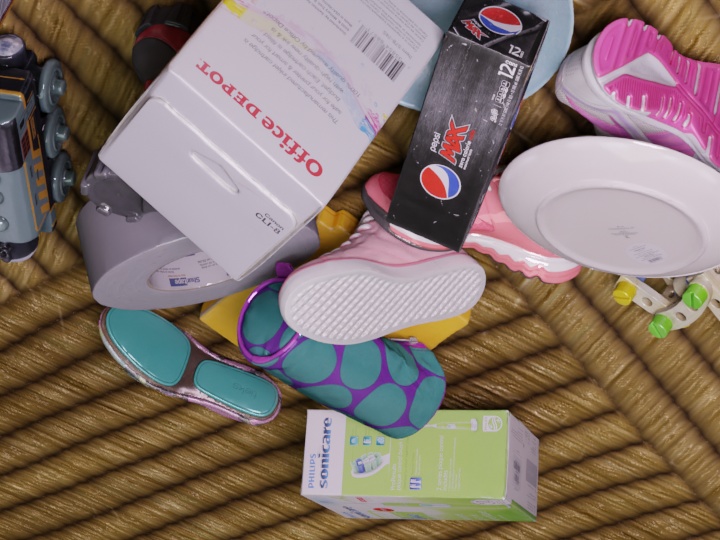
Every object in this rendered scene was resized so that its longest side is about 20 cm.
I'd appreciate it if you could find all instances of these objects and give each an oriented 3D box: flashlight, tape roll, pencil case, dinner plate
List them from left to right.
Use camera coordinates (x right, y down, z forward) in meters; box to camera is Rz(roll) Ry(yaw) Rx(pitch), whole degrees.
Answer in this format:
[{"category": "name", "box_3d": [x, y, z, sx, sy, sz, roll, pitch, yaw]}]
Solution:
[{"category": "flashlight", "box_3d": [-0.167, -0.125, 1.327, 0.067, 0.201, 0.068, -26, 122, 36]}, {"category": "tape roll", "box_3d": [-0.136, -0.031, 1.434, 0.198, 0.067, 0.200, -15, 166, -4]}, {"category": "pencil case", "box_3d": [-0.015, 0.074, 1.500, 0.085, 0.093, 0.199, 6, 162, 45]}, {"category": "dinner plate", "box_3d": [0.202, -0.039, 1.320, 0.198, 0.024, 0.201, 12, 154, 6]}]

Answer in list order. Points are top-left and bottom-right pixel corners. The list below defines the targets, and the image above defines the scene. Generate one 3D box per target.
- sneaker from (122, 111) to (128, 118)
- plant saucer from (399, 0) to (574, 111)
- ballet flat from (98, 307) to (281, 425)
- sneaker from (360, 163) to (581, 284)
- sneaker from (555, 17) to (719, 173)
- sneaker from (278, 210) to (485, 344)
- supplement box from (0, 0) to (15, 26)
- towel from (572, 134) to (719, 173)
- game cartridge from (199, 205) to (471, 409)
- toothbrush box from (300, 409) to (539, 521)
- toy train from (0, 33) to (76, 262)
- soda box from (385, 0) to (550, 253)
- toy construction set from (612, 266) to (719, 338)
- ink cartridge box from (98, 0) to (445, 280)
[{"category": "sneaker", "box_3d": [-0.157, -0.113, 1.431, 0.079, 0.072, 0.200, 29, 137, -21]}, {"category": "plant saucer", "box_3d": [0.065, -0.207, 1.296, 0.199, 0.039, 0.202, 8, 137, 8]}, {"category": "ballet flat", "box_3d": [-0.172, 0.099, 1.664, 0.199, 0.070, 0.071, 27, 155, -12]}, {"category": "sneaker", "box_3d": [0.101, -0.060, 1.427, 0.198, 0.074, 0.087, 15, 122, -4]}, {"category": "sneaker", "box_3d": [0.230, -0.128, 1.306, 0.199, 0.082, 0.088, 28, 164, -29]}, {"category": "sneaker", "box_3d": [0.000, 0.000, 1.436, 0.199, 0.105, 0.076, -7, 127, -34]}, {"category": "supplement box", "box_3d": [-0.370, -0.248, 1.325, 0.198, 0.111, 0.086, 19, 136, -4]}, {"category": "towel", "box_3d": [0.251, -0.062, 1.343, 0.198, 0.023, 0.144, 19, 174, -7]}, {"category": "game cartridge", "box_3d": [-0.025, 0.038, 1.580, 0.176, 0.033, 0.200, 36, 130, -21]}, {"category": "toothbrush box", "box_3d": [0.060, 0.187, 1.625, 0.198, 0.087, 0.146, 0, 164, 17]}, {"category": "toy train", "box_3d": [-0.298, -0.100, 1.452, 0.084, 0.115, 0.201, 10, 136, 7]}, {"category": "soda box", "box_3d": [0.080, -0.112, 1.305, 0.070, 0.064, 0.201, 23, 135, 5]}, {"category": "toy construction set", "box_3d": [0.320, 0.050, 1.438, 0.199, 0.093, 0.131, 36, 150, -21]}, {"category": "ink cartridge box", "box_3d": [-0.065, -0.126, 1.240, 0.145, 0.201, 0.144, 41, 143, -8]}]
